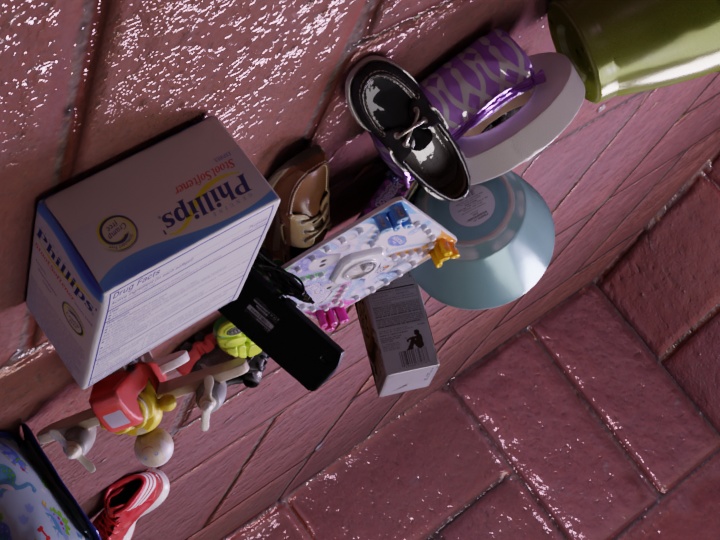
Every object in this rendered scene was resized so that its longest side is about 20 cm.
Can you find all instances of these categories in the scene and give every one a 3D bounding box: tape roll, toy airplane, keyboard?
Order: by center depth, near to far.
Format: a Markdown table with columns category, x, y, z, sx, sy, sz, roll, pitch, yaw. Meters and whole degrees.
| category | x | y | z | sx | sy | sz | roll | pitch | yaw |
| --- | --- | --- | --- | --- | --- | --- | --- | --- | --- |
| keyboard | -0.093 | 0.033 | 1.367 | 0.104 | 0.200 | 0.040 | -45 | -176 | 38 |
| tape roll | 0.159 | -0.173 | 1.450 | 0.202 | 0.037 | 0.203 | -30 | -155 | 16 |
| toy airplane | -0.248 | 0.154 | 1.450 | 0.198 | 0.142 | 0.199 | -14 | 171 | -39 |

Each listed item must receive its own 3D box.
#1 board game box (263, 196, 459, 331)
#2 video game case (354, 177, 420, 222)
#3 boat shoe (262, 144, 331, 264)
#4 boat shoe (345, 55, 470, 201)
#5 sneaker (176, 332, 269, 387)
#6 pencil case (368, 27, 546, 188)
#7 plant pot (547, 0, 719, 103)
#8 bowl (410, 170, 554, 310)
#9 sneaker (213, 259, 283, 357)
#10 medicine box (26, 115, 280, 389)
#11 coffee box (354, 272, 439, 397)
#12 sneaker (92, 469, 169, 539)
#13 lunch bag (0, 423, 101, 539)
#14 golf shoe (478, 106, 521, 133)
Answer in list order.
| category | x | y | z | sx | sy | sz | roll | pitch | yaw |
| --- | --- | --- | --- | --- | --- | --- | --- | --- | --- |
| board game box | 0.000 | 0.000 | 1.448 | 0.199 | 0.026 | 0.200 | -31 | 159 | 14 |
| video game case | 0.018 | -0.054 | 1.579 | 0.201 | 0.036 | 0.182 | -55 | 176 | -27 |
| boat shoe | -0.060 | -0.063 | 1.381 | 0.075 | 0.074 | 0.200 | -33 | 166 | -22 |
| boat shoe | 0.052 | -0.139 | 1.293 | 0.074 | 0.060 | 0.200 | -40 | 137 | -2 |
| sneaker | -0.139 | 0.095 | 1.657 | 0.200 | 0.098 | 0.071 | -37 | 165 | -15 |
| pencil case | 0.100 | -0.180 | 1.401 | 0.200 | 0.086 | 0.084 | -40 | 144 | -3 |
| plant pot | 0.326 | -0.291 | 1.470 | 0.192 | 0.202 | 0.200 | -25 | 166 | -3 |
| bowl | 0.142 | -0.062 | 1.611 | 0.200 | 0.201 | 0.105 | -38 | 152 | -4 |
| sneaker | -0.122 | 0.038 | 1.514 | 0.200 | 0.083 | 0.074 | -39 | 155 | -54 |
| medicine box | -0.189 | -0.014 | 1.130 | 0.181 | 0.103 | 0.200 | -31 | 165 | -30 |
| coffee box | 0.042 | 0.060 | 1.780 | 0.079 | 0.202 | 0.113 | -11 | 161 | -10 |
| sneaker | -0.404 | 0.395 | 2.045 | 0.200 | 0.078 | 0.115 | -52 | 158 | 3 |
| lunch bag | -0.381 | 0.271 | 1.426 | 0.127 | 0.170 | 0.200 | -40 | 166 | 10 |
| golf shoe | 0.180 | -0.161 | 1.565 | 0.200 | 0.095 | 0.077 | -43 | -152 | -28 |
